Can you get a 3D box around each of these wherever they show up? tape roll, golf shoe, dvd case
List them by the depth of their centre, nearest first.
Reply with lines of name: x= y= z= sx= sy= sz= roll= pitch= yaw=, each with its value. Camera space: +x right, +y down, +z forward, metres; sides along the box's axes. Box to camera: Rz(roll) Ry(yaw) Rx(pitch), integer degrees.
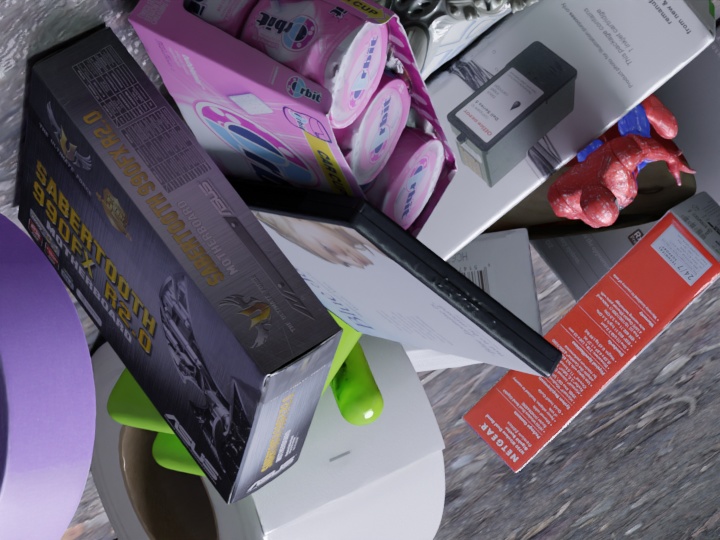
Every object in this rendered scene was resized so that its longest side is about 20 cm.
tape roll: x=-0.222 y=0.063 z=1.353 sx=0.200 sy=0.200 sz=0.066 roll=-44 pitch=160 yaw=27
dvd case: x=0.000 y=0.000 z=1.462 sx=0.018 sy=0.143 sz=0.200 roll=-58 pitch=-153 yaw=-11
golf shoe: x=0.053 y=-0.158 z=1.522 sx=0.200 sy=0.078 sz=0.097 roll=-35 pitch=180 yaw=19
tape roll: x=-0.063 y=0.112 z=1.763 sx=0.139 sy=0.203 sz=0.203 roll=-23 pitch=159 yaw=-30

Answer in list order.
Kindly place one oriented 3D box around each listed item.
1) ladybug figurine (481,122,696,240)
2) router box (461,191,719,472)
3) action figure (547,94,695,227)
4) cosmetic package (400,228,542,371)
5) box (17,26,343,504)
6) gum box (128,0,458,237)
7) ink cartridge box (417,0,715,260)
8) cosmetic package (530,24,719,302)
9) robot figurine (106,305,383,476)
ladybug figurine: x=0.131 y=-0.062 z=1.828 sx=0.200 sy=0.072 sz=0.136 roll=-3 pitch=172 yaw=-44
router box: x=0.157 y=0.034 z=1.775 sx=0.179 sy=0.049 sz=0.200 roll=-46 pitch=175 yaw=13
action figure: x=0.141 y=-0.055 z=1.565 sx=0.065 sy=0.052 sz=0.200 roll=-34 pitch=-178 yaw=17
cosmetic package: x=0.060 y=0.022 z=1.839 sx=0.101 sy=0.071 sz=0.200 roll=-7 pitch=174 yaw=0
box: x=-0.095 y=0.000 z=1.420 sx=0.048 sy=0.200 sz=0.158 roll=-31 pitch=163 yaw=-22
gum box: x=-0.030 y=-0.087 z=1.400 sx=0.066 sy=0.113 sz=0.200 roll=-58 pitch=159 yaw=-13
ink cartridge box: x=0.098 y=-0.107 z=1.603 sx=0.200 sy=0.084 sz=0.146 roll=-39 pitch=-175 yaw=13
cosmetic package: x=0.210 y=-0.066 z=1.942 sx=0.200 sy=0.107 sz=0.090 roll=-40 pitch=162 yaw=12
robot figurine: x=-0.057 y=0.020 z=1.615 sx=0.116 sy=0.175 sz=0.200 roll=4 pitch=-127 yaw=50
